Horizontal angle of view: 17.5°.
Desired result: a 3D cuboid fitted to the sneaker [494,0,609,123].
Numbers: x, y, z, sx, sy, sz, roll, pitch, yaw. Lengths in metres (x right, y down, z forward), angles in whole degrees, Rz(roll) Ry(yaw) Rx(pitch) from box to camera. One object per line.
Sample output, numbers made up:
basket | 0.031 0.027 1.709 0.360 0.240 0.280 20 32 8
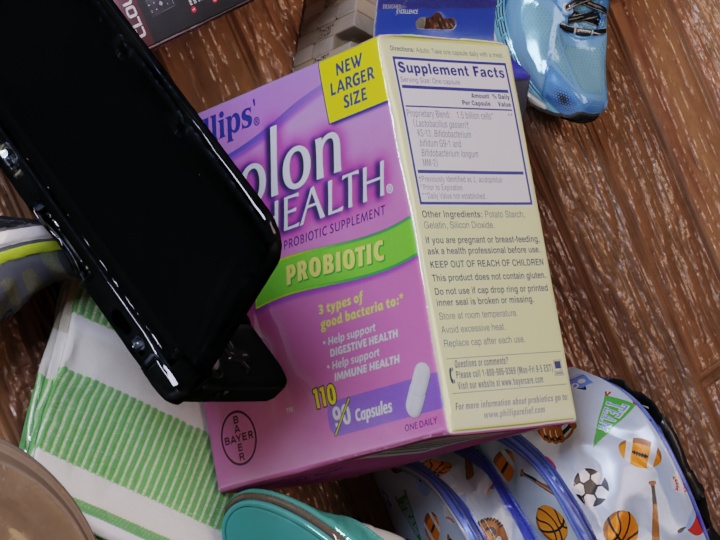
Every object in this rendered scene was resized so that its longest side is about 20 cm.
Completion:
sneaker | 0.128 -0.191 1.457 0.078 0.090 0.201 1 78 -41

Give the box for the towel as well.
towel | -0.105 0.055 1.228 0.152 0.023 0.200 29 59 -34

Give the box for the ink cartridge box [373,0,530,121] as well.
ink cartridge box | 0.044 -0.056 1.325 0.099 0.039 0.201 -6 107 -41

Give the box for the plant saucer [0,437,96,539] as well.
plant saucer | -0.197 0.169 1.090 0.200 0.029 0.201 5 81 -36

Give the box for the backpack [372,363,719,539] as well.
backpack | 0.107 0.135 1.273 0.154 0.190 0.200 -36 107 -22

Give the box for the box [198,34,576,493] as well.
box | 0.000 0.000 1.204 0.097 0.176 0.201 -1 78 -44

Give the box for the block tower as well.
block tower | 0.008 -0.178 1.371 0.054 0.058 0.200 26 61 -35

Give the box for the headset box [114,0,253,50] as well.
headset box | -0.122 -0.194 1.247 0.200 0.075 0.149 -33 100 -42

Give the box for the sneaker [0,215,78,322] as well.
sneaker | -0.207 0.022 1.125 0.200 0.074 0.081 -19 109 -43

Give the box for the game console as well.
game console | -0.094 -0.047 1.112 0.200 0.116 0.176 54 17 17

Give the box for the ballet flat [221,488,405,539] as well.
ballet flat | 0.019 0.175 1.205 0.200 0.067 0.070 34 28 17
